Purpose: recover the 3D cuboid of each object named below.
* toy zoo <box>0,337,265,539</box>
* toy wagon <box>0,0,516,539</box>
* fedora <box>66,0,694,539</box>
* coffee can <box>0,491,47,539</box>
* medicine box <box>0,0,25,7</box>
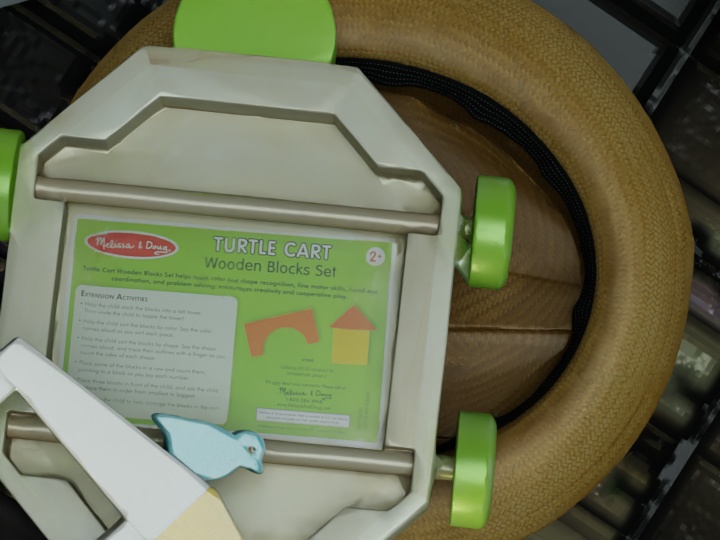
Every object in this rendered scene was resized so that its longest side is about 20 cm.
[{"bbox_3d":[-0.100,0.112,0.772,0.200,0.020,0.131,-41,94,-8],"label":"toy zoo"},{"bbox_3d":[-0.034,-0.006,0.828,0.154,0.040,0.201,6,79,0],"label":"toy wagon"},{"bbox_3d":[0.000,0.000,0.892,0.199,0.082,0.202,0,84,1],"label":"fedora"},{"bbox_3d":[-0.159,0.116,0.848,0.199,0.146,0.147,33,88,-7],"label":"coffee can"},{"bbox_3d":[-0.108,-0.180,0.851,0.199,0.103,0.183,-16,82,-5],"label":"medicine box"}]
